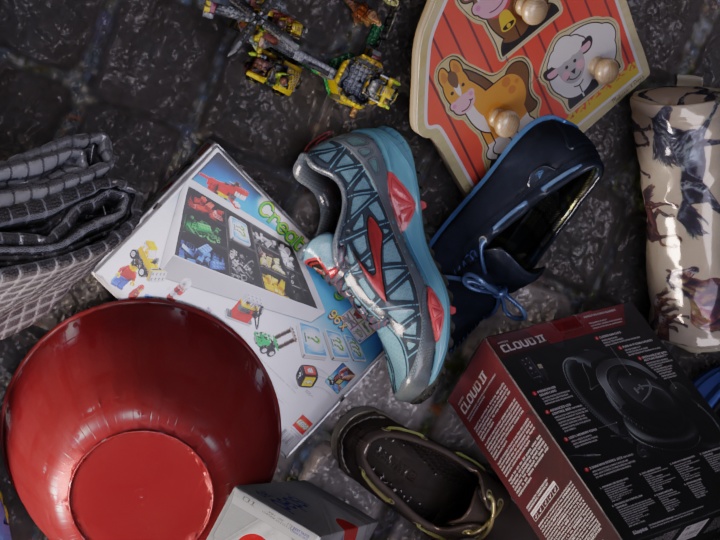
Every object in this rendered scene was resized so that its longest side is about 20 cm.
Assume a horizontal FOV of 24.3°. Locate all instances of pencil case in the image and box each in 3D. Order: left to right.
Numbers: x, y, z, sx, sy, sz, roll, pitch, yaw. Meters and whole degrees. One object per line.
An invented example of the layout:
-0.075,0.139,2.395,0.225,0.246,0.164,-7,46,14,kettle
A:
0.248,-0.043,1.251,0.077,0.089,0.201,-4,101,14,pencil case

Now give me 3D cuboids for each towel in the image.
-0.249,0.002,1.037,0.199,0.165,0.086,-26,86,-37,towel

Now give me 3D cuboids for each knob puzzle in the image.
0.117,-0.157,1.175,0.219,0.030,0.221,-16,122,-27,knob puzzle

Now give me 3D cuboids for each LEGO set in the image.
-0.003,-0.204,1.130,0.153,0.116,0.201,34,89,-18,LEGO set

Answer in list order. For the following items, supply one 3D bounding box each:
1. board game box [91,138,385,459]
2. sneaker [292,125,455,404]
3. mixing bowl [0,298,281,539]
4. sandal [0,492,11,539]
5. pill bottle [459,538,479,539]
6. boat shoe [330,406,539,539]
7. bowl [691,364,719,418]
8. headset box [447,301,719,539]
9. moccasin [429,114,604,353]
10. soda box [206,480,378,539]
-0.080,0.021,1.190,0.126,0.035,0.200,-45,108,-4,board game box
0.000,0.000,1.164,0.095,0.079,0.201,-6,72,-24,sneaker
-0.149,0.131,1.131,0.199,0.108,0.201,-2,108,-6,mixing bowl
-0.292,0.134,1.122,0.079,0.087,0.201,-26,107,-12,sandal
0.019,0.276,1.177,0.199,0.112,0.113,-21,104,-24,pill bottle
0.069,0.170,1.243,0.200,0.059,0.072,35,88,-18,boat shoe
0.313,0.168,1.291,0.199,0.039,0.202,3,83,-29,bowl
0.170,0.115,1.188,0.148,0.200,0.077,-12,144,-35,headset box
0.098,-0.016,1.191,0.080,0.068,0.201,11,116,-44,moccasin
-0.046,0.187,1.139,0.068,0.200,0.064,28,90,13,soda box
